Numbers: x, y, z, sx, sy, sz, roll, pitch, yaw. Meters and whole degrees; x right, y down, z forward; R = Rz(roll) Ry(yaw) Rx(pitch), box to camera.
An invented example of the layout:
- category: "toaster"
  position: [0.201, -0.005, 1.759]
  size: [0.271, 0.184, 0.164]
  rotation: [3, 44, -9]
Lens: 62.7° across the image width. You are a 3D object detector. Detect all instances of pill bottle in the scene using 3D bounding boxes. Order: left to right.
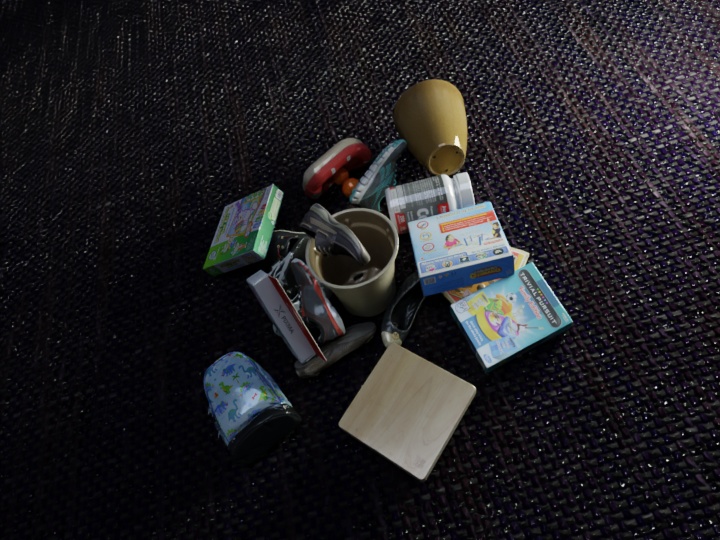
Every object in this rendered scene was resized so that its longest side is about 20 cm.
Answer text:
- category: "pill bottle"
  position: [0.164, -0.160, 1.395]
  size: [0.197, 0.114, 0.115]
  rotation: [-13, 55, 6]

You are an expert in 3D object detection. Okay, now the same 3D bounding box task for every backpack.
- category: "backpack"
  position: [-0.239, 0.265, 1.220]
  size: [0.162, 0.154, 0.200]
  rotation: [-35, 42, -1]

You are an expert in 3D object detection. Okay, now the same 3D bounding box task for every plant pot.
- category: "plant pot"
  position: [0.000, 0.000, 1.290]
  size: [0.197, 0.184, 0.203]
  rotation: [-7, 56, 10]
- category: "plant pot"
  position: [0.186, -0.330, 1.442]
  size: [0.184, 0.188, 0.202]
  rotation: [-15, 47, 5]

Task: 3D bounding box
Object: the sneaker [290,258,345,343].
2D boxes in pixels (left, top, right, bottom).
- category: "sneaker"
  position: [-0.111, 0.068, 1.279]
  size: [0.081, 0.077, 0.201]
  rotation: [-31, 75, -6]

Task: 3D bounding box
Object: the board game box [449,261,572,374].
- category: "board game box"
  position: [0.306, 0.095, 1.214]
  size: [0.198, 0.047, 0.152]
  rotation: [-27, 65, -3]

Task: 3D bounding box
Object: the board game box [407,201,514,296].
- category: "board game box"
  position: [0.213, -0.051, 1.288]
  size: [0.197, 0.056, 0.197]
  rotation: [-13, 39, 6]

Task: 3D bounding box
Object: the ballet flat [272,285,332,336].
- category: "ballet flat"
  position: [-0.123, 0.069, 1.347]
  size: [0.069, 0.070, 0.200]
  rotation: [32, 70, 30]

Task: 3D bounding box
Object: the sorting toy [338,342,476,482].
- category: "sorting toy"
  position: [0.094, 0.277, 1.152]
  size: [0.197, 0.070, 0.201]
  rotation: [25, 67, 28]

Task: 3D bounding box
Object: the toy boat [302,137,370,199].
- category: "toy boat"
  position: [-0.047, -0.242, 1.521]
  size: [0.200, 0.131, 0.131]
  rotation: [-42, 87, -13]

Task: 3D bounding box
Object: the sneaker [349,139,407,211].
- category: "sneaker"
  position: [0.060, -0.230, 1.466]
  size: [0.201, 0.091, 0.078]
  rotation: [-52, 13, 11]

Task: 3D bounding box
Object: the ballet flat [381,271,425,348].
- category: "ballet flat"
  position: [0.098, 0.080, 1.280]
  size: [0.066, 0.057, 0.202]
  rotation: [34, 63, -13]

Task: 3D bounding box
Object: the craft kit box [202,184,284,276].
- category: "craft kit box"
  position: [-0.292, -0.099, 1.474]
  size: [0.196, 0.048, 0.202]
  rotation: [-19, 48, 39]

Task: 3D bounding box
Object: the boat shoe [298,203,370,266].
- category: "boat shoe"
  position: [-0.055, -0.058, 1.196]
  size: [0.073, 0.075, 0.200]
  rotation: [-45, 48, -4]

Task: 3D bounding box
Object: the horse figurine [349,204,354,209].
- category: "horse figurine"
  position: [-0.035, -0.096, 1.419]
  size: [0.131, 0.050, 0.201]
  rotation: [-24, 23, 5]

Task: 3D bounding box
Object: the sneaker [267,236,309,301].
- category: "sneaker"
  position: [-0.182, 0.005, 1.379]
  size: [0.088, 0.074, 0.202]
  rotation: [25, 88, 36]

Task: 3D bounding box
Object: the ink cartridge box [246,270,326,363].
- category: "ink cartridge box"
  position: [-0.155, 0.100, 1.212]
  size: [0.043, 0.202, 0.173]
  rotation: [-33, 15, -12]

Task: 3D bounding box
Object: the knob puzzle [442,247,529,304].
- category: "knob puzzle"
  position: [0.253, -0.001, 1.317]
  size: [0.216, 0.031, 0.222]
  rotation: [-7, 56, 11]

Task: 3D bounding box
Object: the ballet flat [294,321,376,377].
- category: "ballet flat"
  position: [-0.050, 0.175, 1.278]
  size: [0.198, 0.047, 0.067]
  rotation: [-30, 21, -12]

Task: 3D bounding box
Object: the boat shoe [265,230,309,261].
- category: "boat shoe"
  position: [-0.176, -0.055, 1.435]
  size: [0.198, 0.075, 0.063]
  rotation: [-1, 20, 12]
